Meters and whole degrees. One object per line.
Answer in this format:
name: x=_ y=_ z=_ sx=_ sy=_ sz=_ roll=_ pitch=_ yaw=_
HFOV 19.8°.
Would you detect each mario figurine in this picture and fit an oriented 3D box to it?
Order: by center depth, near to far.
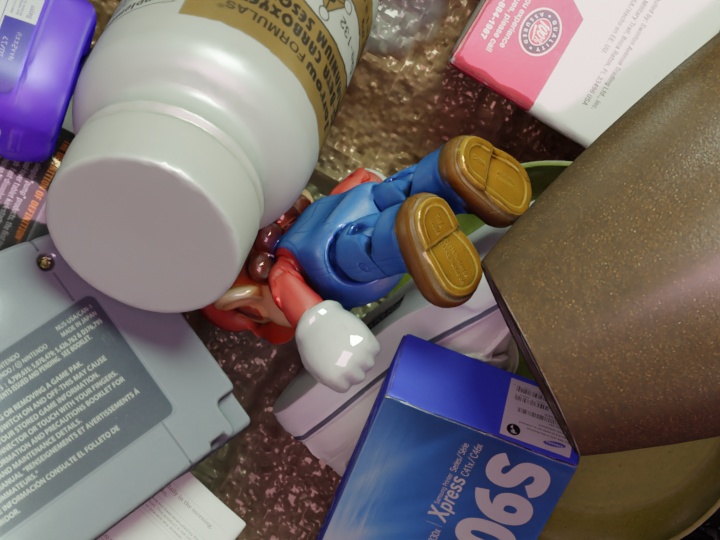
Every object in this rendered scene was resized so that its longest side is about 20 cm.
mario figurine: x=0.000 y=0.000 z=0.986 sx=0.123 sy=0.199 sz=0.107 roll=-10 pitch=89 yaw=-40

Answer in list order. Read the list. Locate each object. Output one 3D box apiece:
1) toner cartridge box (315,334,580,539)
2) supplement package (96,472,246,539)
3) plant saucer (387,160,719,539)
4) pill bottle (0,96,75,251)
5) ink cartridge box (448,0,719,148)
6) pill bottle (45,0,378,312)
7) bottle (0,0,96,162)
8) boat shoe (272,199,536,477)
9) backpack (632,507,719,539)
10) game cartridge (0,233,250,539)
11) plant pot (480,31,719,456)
toner cartridge box: x=0.032 y=0.124 z=0.999 sx=0.094 sy=0.043 sz=0.201 roll=21 pitch=134 yaw=0
supplement package: x=-0.183 y=0.112 z=0.989 sx=0.200 sy=0.156 sz=0.111 roll=45 pitch=55 yaw=-3
plant saucer: x=0.106 y=0.043 z=1.019 sx=0.198 sy=0.031 sz=0.202 roll=8 pitch=107 yaw=26
pill bottle: x=-0.182 y=-0.050 z=1.008 sx=0.199 sy=0.106 sz=0.107 roll=28 pitch=97 yaw=-2
ink cartridge box: x=0.162 y=-0.112 z=1.003 sx=0.199 sy=0.084 sz=0.146 roll=31 pitch=96 yaw=-2
pill bottle: x=-0.068 y=-0.081 z=0.943 sx=0.113 sy=0.201 sz=0.115 roll=10 pitch=134 yaw=11
bottle: x=-0.222 y=-0.115 z=0.928 sx=0.198 sy=0.065 sz=0.084 roll=18 pitch=55 yaw=-8
boat shoe: x=0.043 y=0.039 z=0.995 sx=0.200 sy=0.072 sz=0.066 roll=-38 pitch=102 yaw=28
backpack: x=0.164 y=0.246 z=1.016 sx=0.200 sy=0.154 sz=0.191 roll=-39 pitch=110 yaw=2
game cartridge: x=-0.158 y=0.068 z=0.903 sx=0.199 sy=0.042 sz=0.134 roll=-35 pitch=83 yaw=-31
plant pot: x=0.159 y=-0.008 z=0.874 sx=0.199 sy=0.187 sz=0.188 roll=-28 pitch=95 yaw=1
